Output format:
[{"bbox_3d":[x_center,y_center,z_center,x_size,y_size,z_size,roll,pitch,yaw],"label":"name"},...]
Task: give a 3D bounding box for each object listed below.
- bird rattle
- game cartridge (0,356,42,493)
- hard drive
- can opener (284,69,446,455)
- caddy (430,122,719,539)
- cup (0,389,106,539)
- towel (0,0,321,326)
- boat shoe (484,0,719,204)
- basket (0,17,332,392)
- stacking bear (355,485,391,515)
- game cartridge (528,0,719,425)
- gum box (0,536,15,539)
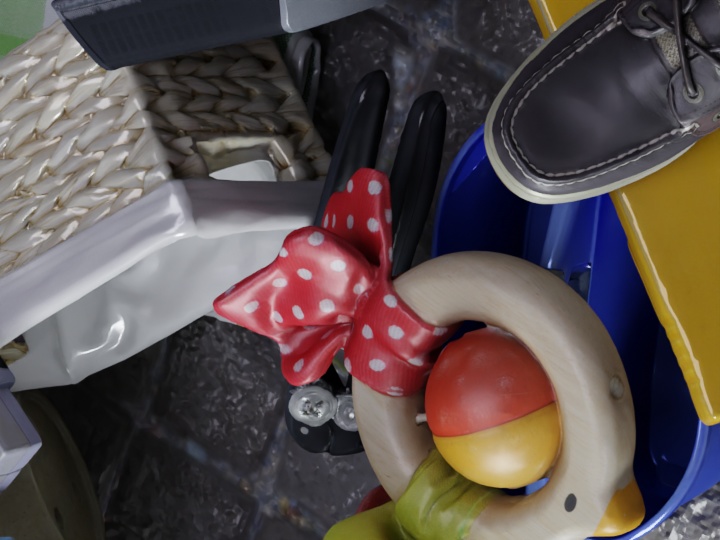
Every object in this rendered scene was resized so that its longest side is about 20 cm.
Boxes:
[{"bbox_3d":[0.041,0.052,1.060,0.162,0.112,0.201,-12,87,37],"label":"bird rattle"},{"bbox_3d":[-0.231,0.037,1.177,0.130,0.038,0.200,-46,70,29],"label":"game cartridge"},{"bbox_3d":[-0.027,-0.133,1.120,0.134,0.200,0.043,-8,103,33],"label":"hard drive"},{"bbox_3d":[0.000,0.000,1.154,0.063,0.079,0.201,11,125,9],"label":"can opener"},{"bbox_3d":[0.099,0.020,1.109,0.141,0.105,0.201,12,102,30],"label":"caddy"},{"bbox_3d":[-0.212,0.131,1.290,0.143,0.200,0.201,-22,83,8],"label":"cup"},{"bbox_3d":[-0.111,-0.065,1.284,0.199,0.031,0.150,16,102,32],"label":"towel"},{"bbox_3d":[0.137,-0.094,0.994,0.199,0.065,0.072,-28,83,-5],"label":"boat shoe"},{"bbox_3d":[-0.126,-0.035,1.198,0.200,0.135,0.124,-30,75,33],"label":"basket"},{"bbox_3d":[0.030,0.219,1.178,0.121,0.114,0.201,17,115,8],"label":"stacking bear"},{"bbox_3d":[0.181,-0.061,1.040,0.176,0.032,0.201,-21,84,-4],"label":"game cartridge"},{"bbox_3d":[-0.158,0.242,1.168,0.044,0.200,0.171,-3,56,10],"label":"gum box"}]
